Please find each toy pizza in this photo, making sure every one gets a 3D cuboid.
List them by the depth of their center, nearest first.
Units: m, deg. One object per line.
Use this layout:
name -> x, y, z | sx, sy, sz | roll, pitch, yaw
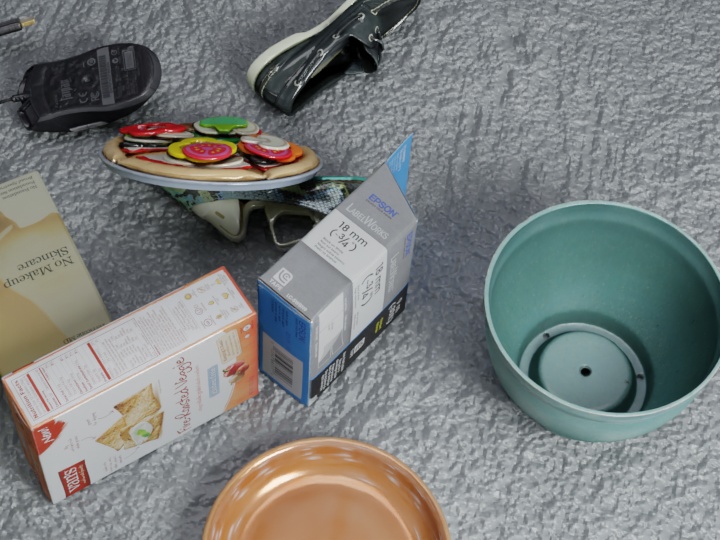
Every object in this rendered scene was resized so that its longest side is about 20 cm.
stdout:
toy pizza -> -0.132, -0.109, 1.352 | 0.199, 0.032, 0.200 | 4, 16, -1

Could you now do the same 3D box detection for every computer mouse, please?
computer mouse -> -0.289, -0.186, 1.456 | 0.199, 0.046, 0.141 | -17, 64, 0

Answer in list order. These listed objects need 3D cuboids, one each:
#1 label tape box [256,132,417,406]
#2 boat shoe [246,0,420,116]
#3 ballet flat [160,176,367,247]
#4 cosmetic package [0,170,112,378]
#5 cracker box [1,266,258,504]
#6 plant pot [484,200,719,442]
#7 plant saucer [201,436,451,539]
label tape box -> 0.000, 0.000, 1.293 | 0.063, 0.144, 0.200 | 36, 63, 18
boat shoe -> -0.012, -0.213, 1.470 | 0.199, 0.075, 0.066 | -31, 66, -20
ballet flat -> -0.088, -0.056, 1.374 | 0.199, 0.074, 0.075 | 3, 57, 3
cosmetic package -> -0.279, 0.020, 1.292 | 0.105, 0.071, 0.200 | -25, 55, -14
cracker box -> -0.180, 0.094, 1.230 | 0.199, 0.134, 0.058 | -27, 62, -18
plant pot -> 0.195, 0.062, 1.272 | 0.199, 0.134, 0.201 | 1, 57, -2
plant saucer -> -0.027, 0.230, 1.210 | 0.199, 0.038, 0.201 | 1, 57, -2
